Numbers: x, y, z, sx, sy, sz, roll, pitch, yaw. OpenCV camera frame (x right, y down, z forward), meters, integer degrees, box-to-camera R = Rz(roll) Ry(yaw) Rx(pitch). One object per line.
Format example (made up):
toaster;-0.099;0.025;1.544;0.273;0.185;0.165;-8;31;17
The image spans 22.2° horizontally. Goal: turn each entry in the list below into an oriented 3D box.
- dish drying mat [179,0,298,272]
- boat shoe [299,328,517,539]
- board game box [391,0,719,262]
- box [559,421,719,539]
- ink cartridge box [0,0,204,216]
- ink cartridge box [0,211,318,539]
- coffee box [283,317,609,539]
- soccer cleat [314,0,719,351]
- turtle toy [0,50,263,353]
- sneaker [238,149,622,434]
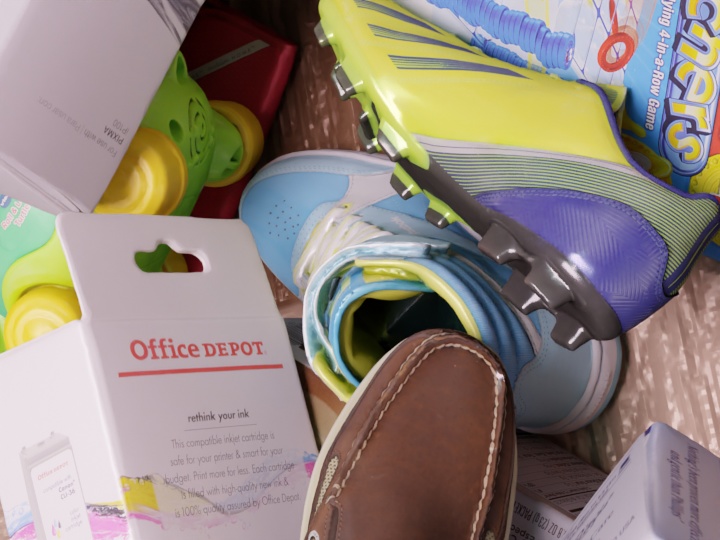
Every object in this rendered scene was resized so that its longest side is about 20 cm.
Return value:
dish drying mat;-0.094;-0.031;0.886;0.077;0.018;0.201;32;104;31
boat shoe;0.011;0.112;0.622;0.074;0.075;0.203;19;75;-4
board game box;0.102;-0.123;0.689;0.195;0.056;0.201;25;126;34
box;0.126;0.189;0.617;0.200;0.105;0.184;35;108;-1
ink cartridge box;-0.130;-0.139;0.719;0.146;0.083;0.200;21;80;36
ink cartridge box;-0.074;0.082;0.706;0.067;0.116;0.201;-23;75;34
coffee box;0.019;0.111;0.759;0.200;0.080;0.115;29;105;32
soccer cleat;0.055;-0.052;0.692;0.084;0.065;0.200;-38;53;-6
turtle toy;-0.133;-0.015;0.805;0.101;0.146;0.200;33;107;6
sneaker;0.000;0.000;0.751;0.200;0.130;0.080;28;104;33
